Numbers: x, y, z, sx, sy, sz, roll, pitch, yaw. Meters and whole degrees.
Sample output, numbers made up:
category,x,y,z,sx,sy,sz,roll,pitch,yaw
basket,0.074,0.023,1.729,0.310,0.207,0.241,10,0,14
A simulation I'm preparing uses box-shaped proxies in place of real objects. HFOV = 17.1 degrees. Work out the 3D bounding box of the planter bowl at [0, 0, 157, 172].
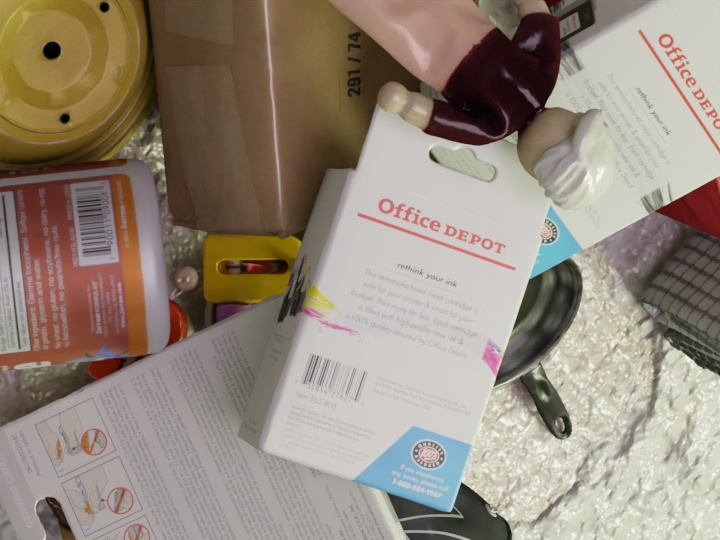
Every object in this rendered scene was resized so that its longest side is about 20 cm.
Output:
category,x,y,z,sx,sy,sz,roll,pitch,yaw
planter bowl,-0.184,-0.129,1.346,0.200,0.083,0.201,-7,107,-25

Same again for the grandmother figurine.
category,x,y,z,sx,sy,sz,roll,pitch,yaw
grandmother figurine,0.059,-0.111,1.274,0.200,0.061,0.121,44,72,6

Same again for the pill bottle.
category,x,y,z,sx,sy,sz,roll,pitch,yaw
pill bottle,-0.211,0.002,1.338,0.199,0.112,0.113,-6,107,-7

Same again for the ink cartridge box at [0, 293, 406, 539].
category,x,y,z,sx,sy,sz,roll,pitch,yaw
ink cartridge box,-0.096,0.125,1.374,0.200,0.050,0.161,-26,85,6

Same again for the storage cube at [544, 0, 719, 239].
category,x,y,z,sx,sy,sz,roll,pitch,yaw
storage cube,0.232,-0.143,1.491,0.200,0.180,0.171,-27,114,-16

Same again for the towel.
category,x,y,z,sx,sy,sz,roll,pitch,yaw
towel,0.296,0.009,1.553,0.166,0.200,0.086,-45,119,-8

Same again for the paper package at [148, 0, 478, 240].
category,x,y,z,sx,sy,sz,roll,pitch,yaw
paper package,-0.023,-0.140,1.383,0.190,0.103,0.201,-21,114,-43

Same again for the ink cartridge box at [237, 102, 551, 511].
category,x,y,z,sx,sy,sz,roll,pitch,yaw
ink cartridge box,0.022,0.017,1.309,0.115,0.068,0.201,19,88,-13

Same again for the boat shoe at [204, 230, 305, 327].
category,x,y,z,sx,sy,sz,roll,pitch,yaw
boat shoe,0.000,0.000,1.484,0.200,0.059,0.072,-23,114,-19

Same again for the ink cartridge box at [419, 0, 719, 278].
category,x,y,z,sx,sy,sz,roll,pitch,yaw
ink cartridge box,0.146,-0.097,1.345,0.200,0.067,0.116,-29,117,18

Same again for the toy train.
category,x,y,z,sx,sy,sz,roll,pitch,yaw
toy train,-0.061,0.050,1.425,0.200,0.056,0.151,26,91,3

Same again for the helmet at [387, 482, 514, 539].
category,x,y,z,sx,sy,sz,roll,pitch,yaw
helmet,-0.001,0.211,1.469,0.199,0.200,0.191,-15,110,-22

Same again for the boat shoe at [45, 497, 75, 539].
category,x,y,z,sx,sy,sz,roll,pitch,yaw
boat shoe,-0.097,0.102,1.457,0.200,0.070,0.071,-22,116,-19

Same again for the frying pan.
category,x,y,z,sx,sy,sz,roll,pitch,yaw
frying pan,0.111,0.039,1.539,0.115,0.031,0.190,-50,142,13
